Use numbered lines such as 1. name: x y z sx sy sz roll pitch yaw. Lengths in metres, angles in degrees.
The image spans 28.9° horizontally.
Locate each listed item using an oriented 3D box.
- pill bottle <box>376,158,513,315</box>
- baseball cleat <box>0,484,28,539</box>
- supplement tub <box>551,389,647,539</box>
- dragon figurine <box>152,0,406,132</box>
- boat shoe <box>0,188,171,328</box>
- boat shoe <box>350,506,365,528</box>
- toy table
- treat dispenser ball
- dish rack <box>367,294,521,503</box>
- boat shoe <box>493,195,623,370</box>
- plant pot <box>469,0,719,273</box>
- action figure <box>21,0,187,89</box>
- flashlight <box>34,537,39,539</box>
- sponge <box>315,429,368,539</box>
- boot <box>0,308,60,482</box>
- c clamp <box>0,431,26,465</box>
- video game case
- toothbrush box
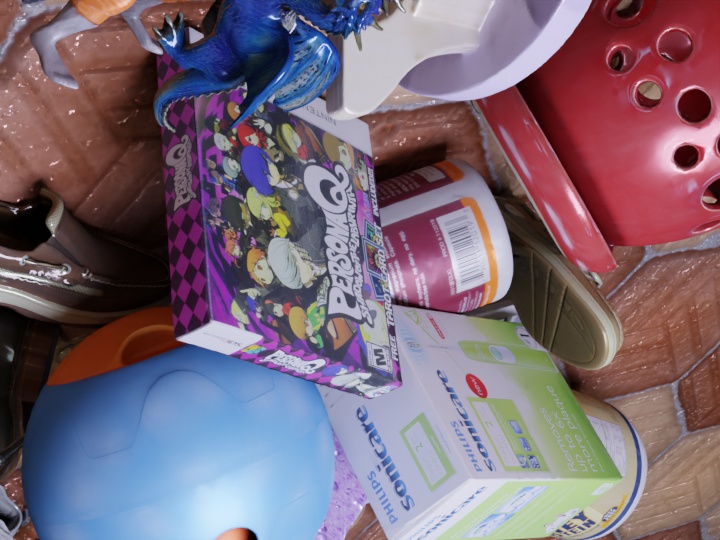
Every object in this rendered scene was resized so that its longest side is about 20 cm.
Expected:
1. pill bottle: 0.000 0.000 1.026 0.200 0.114 0.114 -19 143 -15
2. baseball cleat: -0.339 0.185 1.041 0.106 0.070 0.200 -34 157 28
3. supplement tub: 0.166 0.176 1.327 0.144 0.145 0.200 -45 142 20
4. dragon figurine: -0.052 -0.114 0.744 0.059 0.099 0.200 -25 160 -53
5. boat shoe: -0.203 -0.013 0.904 0.202 0.075 0.075 5 125 -39
6. boat shoe: -0.073 0.123 1.100 0.069 0.200 0.074 -18 -166 42
7. toy table: 0.032 -0.170 0.808 0.117 0.184 0.200 6 160 -33
8. treat dispenser ball: -0.116 0.124 0.904 0.201 0.201 0.201 -19 143 -15
9. dish rack: 0.060 0.099 1.154 0.171 0.044 0.200 -14 137 -36
10. boat shoe: 0.142 0.001 1.057 0.063 0.201 0.073 -14 124 -24
11. plant pot: 0.189 -0.105 0.963 0.182 0.201 0.200 -32 144 8
12. action figure: -0.120 -0.193 0.727 0.200 0.105 0.194 -20 146 -58
13. flashlight: -0.191 0.182 1.087 0.200 0.068 0.068 -42 163 8
14. sponge: -0.063 0.181 1.062 0.111 0.030 0.200 26 116 -5
15. boot: -0.277 0.083 0.992 0.097 0.075 0.200 15 139 -14
16. c clamp: -0.206 0.123 1.051 0.171 0.027 0.200 -38 164 -28
17. video game case: -0.050 -0.032 0.885 0.036 0.200 0.181 -24 151 32
18. toothbrush box: 0.077 0.112 1.005 0.200 0.146 0.086 10 134 -49
